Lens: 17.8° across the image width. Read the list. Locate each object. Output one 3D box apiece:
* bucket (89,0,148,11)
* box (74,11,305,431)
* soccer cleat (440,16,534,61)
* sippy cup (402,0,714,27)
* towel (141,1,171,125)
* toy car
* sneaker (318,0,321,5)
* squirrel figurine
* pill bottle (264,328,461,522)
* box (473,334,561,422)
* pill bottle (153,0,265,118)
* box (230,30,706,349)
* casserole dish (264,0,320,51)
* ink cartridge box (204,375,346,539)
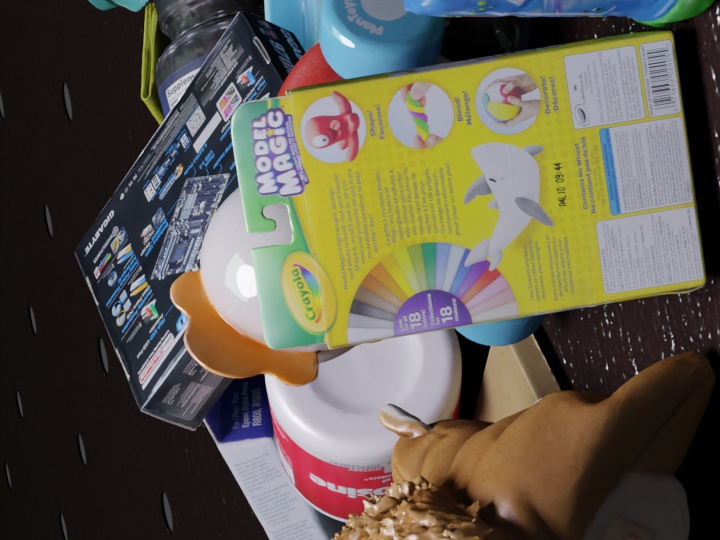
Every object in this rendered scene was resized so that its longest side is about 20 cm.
[{"bbox_3d":[-0.176,-0.284,1.573,0.208,0.134,0.208,-57,15,25],"label":"bucket"},{"bbox_3d":[-0.085,-0.031,1.376,0.200,0.046,0.159,-53,40,20],"label":"box"},{"bbox_3d":[0.057,-0.112,1.213,0.200,0.064,0.084,104,180,-62],"label":"soccer cleat"},{"bbox_3d":[0.074,-0.165,0.975,0.140,0.129,0.179,-119,26,-45],"label":"sippy cup"},{"bbox_3d":[-0.111,-0.099,1.630,0.200,0.018,0.087,60,-157,-54],"label":"towel"},{"bbox_3d":[0.000,-0.008,1.116,0.176,0.200,0.185,34,153,14],"label":"toy car"},{"bbox_3d":[0.009,-0.202,1.262,0.201,0.070,0.098,104,150,-54],"label":"sneaker"},{"bbox_3d":[0.054,0.120,1.090,0.186,0.199,0.143,14,121,57],"label":"squirrel figurine"},{"bbox_3d":[0.004,0.085,1.357,0.200,0.111,0.113,85,168,-68],"label":"pill bottle"},{"bbox_3d":[0.107,0.149,1.243,0.164,0.021,0.201,99,154,-49],"label":"box"},{"bbox_3d":[-0.073,-0.100,1.518,0.112,0.111,0.201,125,132,-67],"label":"pill bottle"},{"bbox_3d":[0.046,-0.034,1.021,0.048,0.198,0.118,-129,30,-83],"label":"box"},{"bbox_3d":[-0.019,-0.130,1.407,0.121,0.039,0.202,172,94,-65],"label":"casserole dish"},{"bbox_3d":[-0.057,0.094,1.516,0.197,0.043,0.201,-97,-15,-58],"label":"ink cartridge box"}]
